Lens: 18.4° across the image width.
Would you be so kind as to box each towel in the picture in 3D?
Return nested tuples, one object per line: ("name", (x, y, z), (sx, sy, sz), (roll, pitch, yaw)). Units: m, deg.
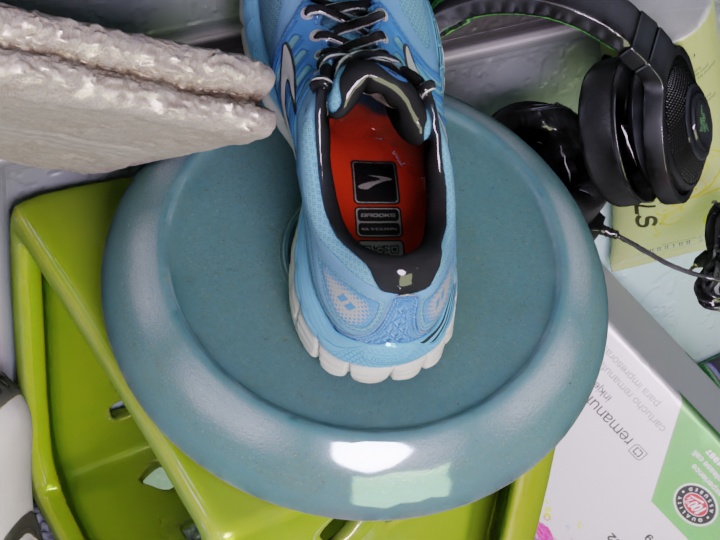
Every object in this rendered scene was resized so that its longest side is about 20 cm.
("towel", (-0.140, -0.069, 0.789), (0.199, 0.035, 0.132), (9, 169, -37))

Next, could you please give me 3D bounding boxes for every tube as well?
("tube", (0.145, -0.062, 1.029), (0.052, 0.058, 0.200), (-55, 153, -22))

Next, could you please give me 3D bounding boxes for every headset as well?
("headset", (0.102, -0.057, 0.955), (0.123, 0.094, 0.200), (-25, 120, 39))

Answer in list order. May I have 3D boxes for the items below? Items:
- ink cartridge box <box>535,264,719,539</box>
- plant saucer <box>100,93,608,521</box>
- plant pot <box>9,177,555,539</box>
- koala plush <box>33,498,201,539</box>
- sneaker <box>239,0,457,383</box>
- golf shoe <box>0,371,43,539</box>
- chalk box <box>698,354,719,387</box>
("ink cartridge box", (0.091, 0.117, 1.109), (0.200, 0.145, 0.084), (-43, -177, 18))
("plant saucer", (0.000, 0.000, 0.855), (0.199, 0.201, 0.027), (-16, 152, -16))
("plant pot", (-0.028, 0.073, 0.957), (0.181, 0.200, 0.199), (-19, 142, -22))
("koala plush", (-0.103, 0.239, 1.087), (0.183, 0.200, 0.178), (14, 125, -42))
("sneaker", (0.006, -0.065, 0.814), (0.078, 0.201, 0.090), (-7, 159, -12))
("golf shoe", (-0.162, 0.140, 0.999), (0.077, 0.088, 0.201), (-43, 149, -61))
("chalk box", (0.198, 0.133, 1.223), (0.124, 0.125, 0.200), (-25, 141, -6))
